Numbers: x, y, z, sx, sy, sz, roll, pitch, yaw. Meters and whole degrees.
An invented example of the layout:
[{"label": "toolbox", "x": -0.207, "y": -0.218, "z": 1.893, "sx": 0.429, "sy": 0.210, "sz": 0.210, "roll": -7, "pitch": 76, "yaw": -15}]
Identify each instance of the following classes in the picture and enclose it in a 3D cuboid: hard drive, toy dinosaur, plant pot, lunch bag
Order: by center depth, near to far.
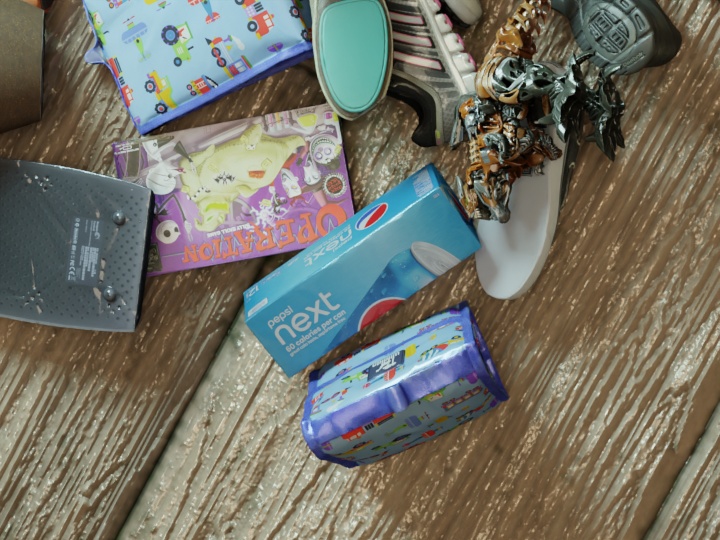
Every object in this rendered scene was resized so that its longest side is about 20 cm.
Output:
[{"label": "toy dinosaur", "x": 0.131, "y": -0.139, "z": 1.545, "sx": 0.135, "sy": 0.102, "sz": 0.202, "roll": 13, "pitch": 113, "yaw": 37}, {"label": "lunch bag", "x": 0.034, "y": 0.101, "z": 1.551, "sx": 0.149, "sy": 0.200, "sz": 0.095, "roll": -24, "pitch": 89, "yaw": 5}, {"label": "plant pot", "x": -0.365, "y": -0.177, "z": 1.614, "sx": 0.198, "sy": 0.187, "sz": 0.189, "roll": 1, "pitch": 91, "yaw": -8}, {"label": "lunch bag", "x": -0.147, "y": -0.216, "z": 1.633, "sx": 0.198, "sy": 0.094, "sz": 0.152, "roll": -24, "pitch": 91, "yaw": 14}, {"label": "hard drive", "x": -0.272, "y": -0.025, "z": 1.649, "sx": 0.198, "sy": 0.042, "sz": 0.137, "roll": 9, "pitch": 96, "yaw": 13}]

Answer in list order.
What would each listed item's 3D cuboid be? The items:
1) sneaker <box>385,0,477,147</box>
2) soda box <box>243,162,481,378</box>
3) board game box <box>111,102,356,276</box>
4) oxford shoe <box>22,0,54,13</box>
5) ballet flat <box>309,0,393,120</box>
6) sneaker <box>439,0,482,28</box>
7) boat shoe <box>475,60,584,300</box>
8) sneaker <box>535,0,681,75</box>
[{"label": "sneaker", "x": 0.033, "y": -0.188, "z": 1.616, "sx": 0.087, "sy": 0.074, "sz": 0.201, "roll": -32, "pitch": 93, "yaw": -1}, {"label": "soda box", "x": 0.000, "y": 0.000, "z": 1.612, "sx": 0.199, "sy": 0.064, "sz": 0.068, "roll": -34, "pitch": 111, "yaw": 9}, {"label": "board game box", "x": -0.106, "y": -0.069, "z": 1.656, "sx": 0.198, "sy": 0.032, "sz": 0.121, "roll": -11, "pitch": 94, "yaw": 5}, {"label": "oxford shoe", "x": -0.283, "y": -0.325, "z": 1.645, "sx": 0.072, "sy": 0.071, "sz": 0.202, "roll": 14, "pitch": 93, "yaw": 9}, {"label": "ballet flat", "x": -0.012, "y": -0.221, "z": 1.578, "sx": 0.067, "sy": 0.062, "sz": 0.202, "roll": -6, "pitch": 87, "yaw": -3}, {"label": "sneaker", "x": 0.069, "y": -0.304, "z": 1.616, "sx": 0.080, "sy": 0.075, "sz": 0.202, "roll": -20, "pitch": 90, "yaw": -4}, {"label": "boat shoe", "x": 0.150, "y": -0.073, "z": 1.615, "sx": 0.068, "sy": 0.056, "sz": 0.202, "roll": 15, "pitch": 94, "yaw": 37}, {"label": "sneaker", "x": 0.190, "y": -0.237, "z": 1.605, "sx": 0.076, "sy": 0.090, "sz": 0.201, "roll": -48, "pitch": 64, "yaw": 31}]
